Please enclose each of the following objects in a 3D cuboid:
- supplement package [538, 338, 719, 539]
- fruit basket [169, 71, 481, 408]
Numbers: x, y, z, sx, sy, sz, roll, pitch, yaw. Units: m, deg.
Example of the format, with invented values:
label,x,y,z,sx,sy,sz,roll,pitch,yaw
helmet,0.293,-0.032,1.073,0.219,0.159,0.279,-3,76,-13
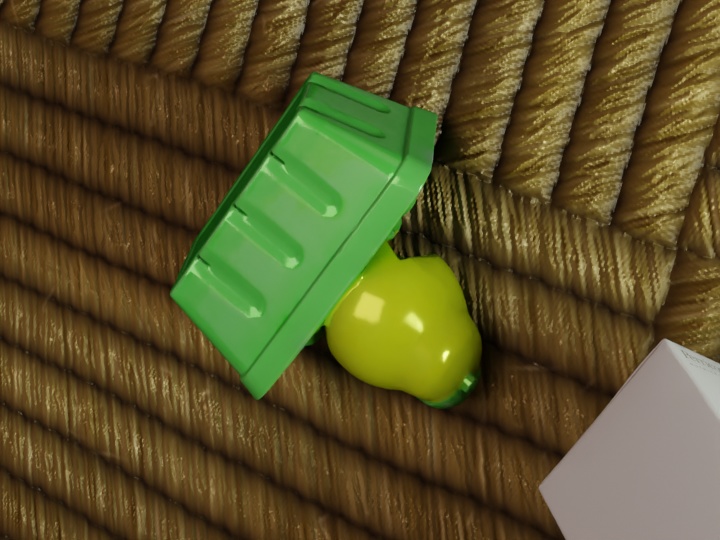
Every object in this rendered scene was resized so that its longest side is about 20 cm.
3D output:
label,x,y,z,sx,sy,sz,roll,pitch,yaw
supplement package,0.203,0.155,0.866,0.120,0.121,0.201,-53,36,21
fruit basket,0.000,0.000,1.098,0.213,0.156,0.218,2,113,4
